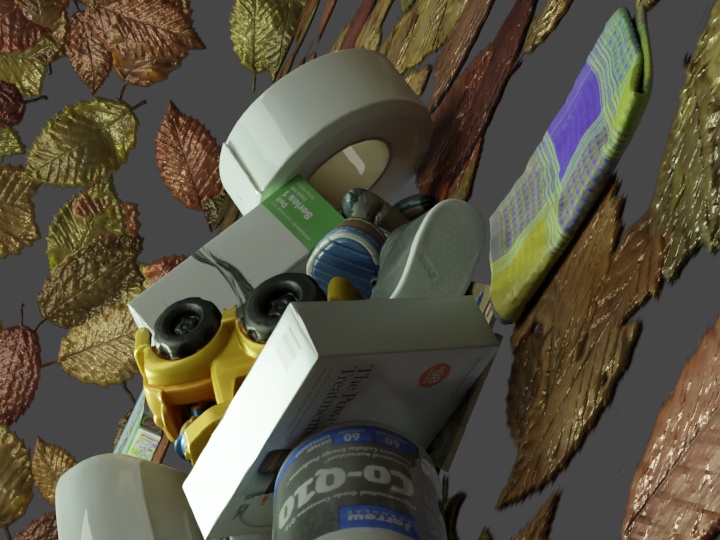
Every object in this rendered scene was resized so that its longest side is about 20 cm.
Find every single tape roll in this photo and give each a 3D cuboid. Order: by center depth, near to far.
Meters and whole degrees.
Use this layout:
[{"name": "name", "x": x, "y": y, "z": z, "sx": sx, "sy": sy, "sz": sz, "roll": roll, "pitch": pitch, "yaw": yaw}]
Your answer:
[{"name": "tape roll", "x": -0.032, "y": -0.111, "z": 1.611, "sx": 0.071, "sy": 0.201, "sz": 0.203, "roll": 54, "pitch": 134, "yaw": 24}]

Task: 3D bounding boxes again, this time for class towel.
[{"name": "towel", "x": 0.137, "y": -0.070, "z": 1.152, "sx": 0.144, "sy": 0.023, "sz": 0.201, "roll": -81, "pitch": 17, "yaw": -55}]

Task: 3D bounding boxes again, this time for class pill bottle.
[{"name": "pill bottle", "x": 0.000, "y": 0.185, "z": 1.047, "sx": 0.200, "sy": 0.113, "sz": 0.114, "roll": -95, "pitch": 30, "yaw": -67}]

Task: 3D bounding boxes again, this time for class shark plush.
[{"name": "shark plush", "x": 0.003, "y": -0.043, "z": 1.588, "sx": 0.200, "sy": 0.083, "sz": 0.092, "roll": -161, "pitch": 94, "yaw": -79}]

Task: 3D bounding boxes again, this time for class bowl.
[{"name": "bowl", "x": -0.143, "y": 0.238, "z": 1.389, "sx": 0.075, "sy": 0.199, "sz": 0.201, "roll": -43, "pitch": 41, "yaw": 23}]

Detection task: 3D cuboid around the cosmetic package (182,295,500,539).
[{"name": "cosmetic package", "x": -0.016, "y": 0.101, "z": 1.172, "sx": 0.052, "sy": 0.150, "sz": 0.201, "roll": 60, "pitch": 137, "yaw": 31}]

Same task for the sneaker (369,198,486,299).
[{"name": "sneaker", "x": 0.028, "y": 0.042, "z": 1.312, "sx": 0.201, "sy": 0.070, "sz": 0.099, "roll": -62, "pitch": 8, "yaw": -8}]

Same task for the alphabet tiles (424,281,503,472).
[{"name": "alphabet tiles", "x": 0.058, "y": 0.087, "z": 1.261, "sx": 0.200, "sy": 0.006, "sz": 0.168, "roll": -172, "pitch": 105, "yaw": -79}]

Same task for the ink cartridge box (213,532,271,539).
[{"name": "ink cartridge box", "x": -0.057, "y": 0.230, "z": 1.278, "sx": 0.200, "sy": 0.099, "sz": 0.040, "roll": -150, "pitch": 83, "yaw": -80}]

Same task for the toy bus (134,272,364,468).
[{"name": "toy bus", "x": -0.083, "y": 0.121, "z": 1.370, "sx": 0.193, "sy": 0.198, "sz": 0.136, "roll": -88, "pitch": -20, "yaw": -45}]

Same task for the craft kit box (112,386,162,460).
[{"name": "craft kit box", "x": -0.380, "y": 0.306, "z": 2.857, "sx": 0.198, "sy": 0.048, "sz": 0.201, "roll": -88, "pitch": 23, "yaw": -69}]

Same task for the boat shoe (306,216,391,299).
[{"name": "boat shoe", "x": 0.000, "y": 0.000, "z": 1.449, "sx": 0.073, "sy": 0.072, "sz": 0.200, "roll": -61, "pitch": -9, "yaw": -25}]

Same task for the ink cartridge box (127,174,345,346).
[{"name": "ink cartridge box", "x": -0.097, "y": 0.033, "z": 1.549, "sx": 0.199, "sy": 0.084, "sz": 0.147, "roll": -37, "pitch": -32, "yaw": -15}]
